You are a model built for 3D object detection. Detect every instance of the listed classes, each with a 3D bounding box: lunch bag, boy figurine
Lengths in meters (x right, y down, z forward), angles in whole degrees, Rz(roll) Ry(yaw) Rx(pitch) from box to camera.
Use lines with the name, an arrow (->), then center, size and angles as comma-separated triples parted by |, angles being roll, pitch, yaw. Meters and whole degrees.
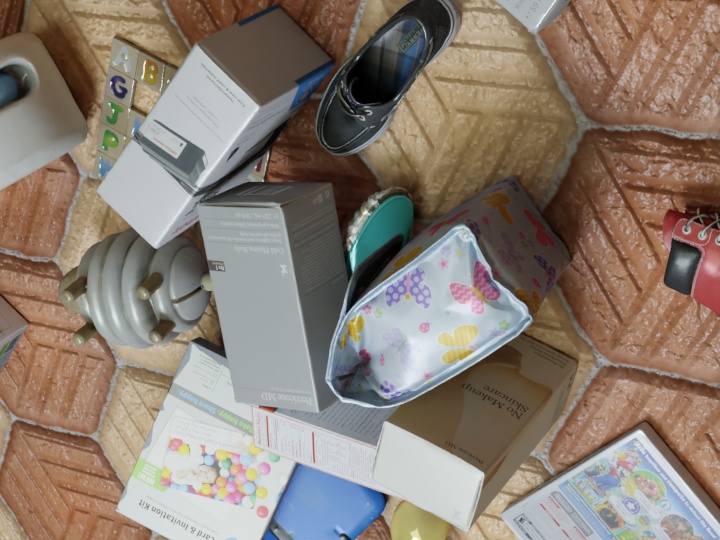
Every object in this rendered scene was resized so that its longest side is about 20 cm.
lunch bag -> 0.063, 0.024, 1.293 | 0.200, 0.170, 0.127 | -37, 92, 28
boy figurine -> 0.051, 0.325, 1.530 | 0.064, 0.124, 0.201 | 10, 99, -3

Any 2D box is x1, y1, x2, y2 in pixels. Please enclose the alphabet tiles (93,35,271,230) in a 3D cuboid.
alphabet tiles -> -0.181, -0.122, 1.499 | 0.199, 0.008, 0.168 | 28, 126, 18

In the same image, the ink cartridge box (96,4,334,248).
ink cartridge box -> -0.134, -0.132, 1.367 | 0.084, 0.145, 0.200 | 45, 126, 4

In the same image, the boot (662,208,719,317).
boot -> 0.321, -0.037, 1.185 | 0.144, 0.072, 0.200 | 35, 132, 14

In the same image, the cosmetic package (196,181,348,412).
cosmetic package -> -0.071, 0.023, 1.369 | 0.106, 0.090, 0.201 | 1, 107, 36

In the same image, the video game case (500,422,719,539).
video game case -> 0.244, 0.244, 1.414 | 0.143, 0.018, 0.200 | 50, 130, 1

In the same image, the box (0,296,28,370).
box -> -0.506, 0.047, 1.735 | 0.200, 0.101, 0.113 | 44, 129, 5

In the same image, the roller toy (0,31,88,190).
roller toy -> -0.380, -0.153, 1.498 | 0.182, 0.200, 0.140 | -26, 100, 15

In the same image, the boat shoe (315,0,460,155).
boat shoe -> 0.013, -0.165, 1.313 | 0.070, 0.066, 0.200 | 49, 130, 1

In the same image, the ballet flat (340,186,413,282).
ballet flat -> 0.000, 0.000, 1.413 | 0.064, 0.075, 0.201 | 48, 134, 47

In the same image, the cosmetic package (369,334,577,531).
cosmetic package -> 0.104, 0.132, 1.326 | 0.105, 0.200, 0.071 | 25, 126, 18

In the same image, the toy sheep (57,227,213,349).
toy sheep -> -0.221, 0.019, 1.520 | 0.199, 0.138, 0.138 | 1, 115, 21

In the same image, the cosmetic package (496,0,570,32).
cosmetic package -> 0.102, -0.297, 1.184 | 0.200, 0.074, 0.102 | 41, 129, 6

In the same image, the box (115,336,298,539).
box -> -0.145, 0.193, 1.546 | 0.155, 0.041, 0.201 | 26, 98, 8

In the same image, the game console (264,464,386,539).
game console -> -0.087, 0.228, 1.618 | 0.171, 0.118, 0.200 | -45, 87, 8

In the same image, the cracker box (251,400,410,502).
cracker box -> 0.012, 0.143, 1.432 | 0.199, 0.134, 0.058 | 17, 126, 25
